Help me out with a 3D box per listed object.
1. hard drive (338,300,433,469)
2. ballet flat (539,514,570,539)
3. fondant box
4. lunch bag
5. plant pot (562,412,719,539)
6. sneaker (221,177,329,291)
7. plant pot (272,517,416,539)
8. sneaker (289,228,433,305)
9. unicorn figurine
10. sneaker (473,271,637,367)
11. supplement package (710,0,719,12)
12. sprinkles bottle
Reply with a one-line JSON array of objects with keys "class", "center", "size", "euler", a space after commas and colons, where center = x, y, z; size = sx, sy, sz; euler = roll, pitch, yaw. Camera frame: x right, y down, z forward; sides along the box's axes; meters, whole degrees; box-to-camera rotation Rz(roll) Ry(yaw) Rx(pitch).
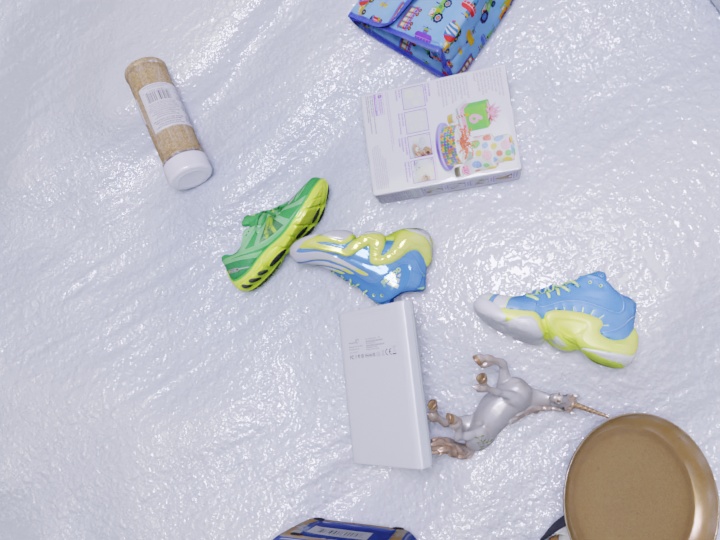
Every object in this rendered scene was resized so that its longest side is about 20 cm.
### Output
[{"class": "hard drive", "center": [0.028, 0.148, 0.765], "size": [0.131, 0.026, 0.202], "euler": [-16, 78, 48]}, {"class": "ballet flat", "center": [0.236, 0.349, 0.705], "size": [0.199, 0.073, 0.073], "euler": [-37, 77, 6]}, {"class": "fondant box", "center": [0.108, -0.182, 0.803], "size": [0.198, 0.058, 0.146], "euler": [-9, 82, 13]}, {"class": "lunch bag", "center": [0.089, -0.380, 0.826], "size": [0.200, 0.094, 0.151], "euler": [37, 93, 27]}, {"class": "plant pot", "center": [0.321, 0.268, 0.684], "size": [0.198, 0.027, 0.202], "euler": [2, 79, -11]}, {"class": "sneaker", "center": [-0.124, -0.062, 0.835], "size": [0.084, 0.074, 0.200], "euler": [44, 95, 10]}, {"class": "plant pot", "center": [-0.023, 0.404, 0.699], "size": [0.198, 0.200, 0.181], "euler": [1, 77, 13]}, {"class": "sneaker", "center": [0.000, 0.000, 0.798], "size": [0.198, 0.076, 0.106], "euler": [-4, 83, 12]}, {"class": "unicorn figurine", "center": [0.175, 0.170, 0.732], "size": [0.137, 0.074, 0.200], "euler": [35, 121, -27]}, {"class": "sneaker", "center": [0.247, 0.044, 0.736], "size": [0.199, 0.076, 0.106], "euler": [19, 78, 7]}, {"class": "supplement package", "center": [0.523, -0.409, 0.699], "size": [0.199, 0.117, 0.118], "euler": [-30, 78, 9]}, {"class": "sprinkles bottle", "center": [-0.293, -0.225, 0.897], "size": [0.068, 0.068, 0.201], "euler": [-27, 78, 9]}]
